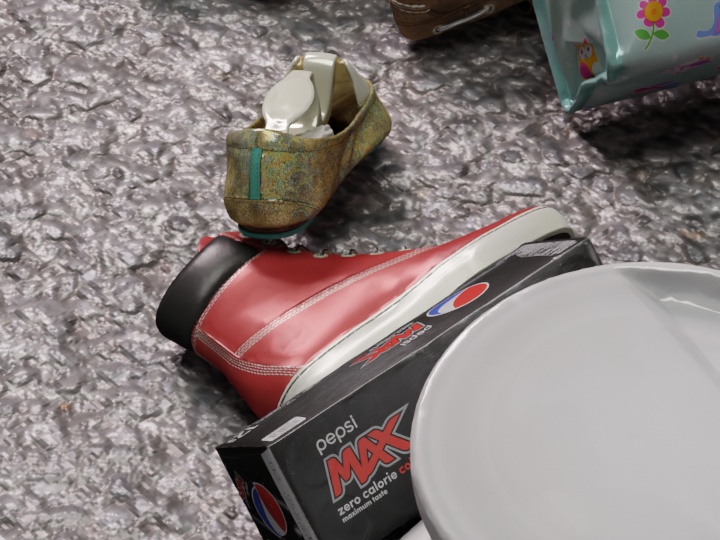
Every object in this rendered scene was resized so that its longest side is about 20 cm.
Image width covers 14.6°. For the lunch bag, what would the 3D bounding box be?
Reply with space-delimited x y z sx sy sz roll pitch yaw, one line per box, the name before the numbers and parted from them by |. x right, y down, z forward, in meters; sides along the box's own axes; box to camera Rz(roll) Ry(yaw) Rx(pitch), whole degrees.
lunch bag | 0.173 -0.209 1.557 0.169 0.122 0.201 -13 83 -13

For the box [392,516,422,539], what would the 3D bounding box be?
box | 0.111 0.134 1.298 0.143 0.036 0.200 31 49 29

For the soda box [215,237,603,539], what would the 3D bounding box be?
soda box | 0.035 0.062 1.318 0.199 0.071 0.063 -32 10 -24

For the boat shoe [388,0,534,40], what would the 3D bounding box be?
boat shoe | 0.097 -0.193 1.649 0.199 0.073 0.072 -20 45 -23

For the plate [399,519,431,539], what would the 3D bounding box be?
plate | 0.054 0.186 1.192 0.199 0.032 0.200 -35 54 -26

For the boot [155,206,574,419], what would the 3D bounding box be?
boot | 0.000 0.000 1.424 0.199 0.073 0.144 -30 49 -28

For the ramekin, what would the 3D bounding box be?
ramekin | 0.123 0.099 1.183 0.201 0.095 0.203 -2 47 2

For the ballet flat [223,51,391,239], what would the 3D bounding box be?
ballet flat | -0.026 -0.079 1.473 0.070 0.071 0.200 11 23 10
